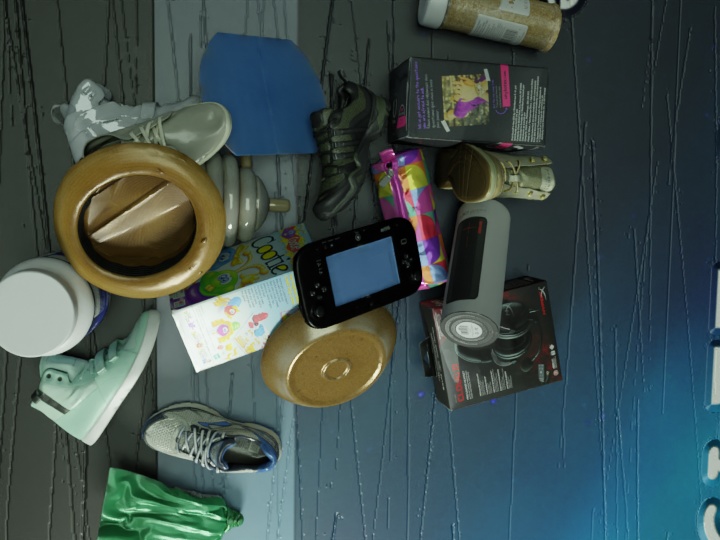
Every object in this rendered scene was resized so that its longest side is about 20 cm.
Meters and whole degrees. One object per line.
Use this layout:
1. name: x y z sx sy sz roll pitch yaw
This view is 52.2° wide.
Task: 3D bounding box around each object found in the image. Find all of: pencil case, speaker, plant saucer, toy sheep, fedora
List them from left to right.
1. fedora: -0.253 -0.066 0.858 0.196 0.082 0.205 -2 117 -4
2. toy sheep: -0.189 -0.095 0.963 0.195 0.138 0.141 0 95 -11
3. plant saucer: -0.036 0.123 0.997 0.196 0.036 0.203 -13 132 -14
4. pencil case: 0.070 -0.072 1.032 0.087 0.088 0.204 -18 97 -8
5. speaker: 0.160 -0.001 1.006 0.080 0.081 0.203 23 53 -11

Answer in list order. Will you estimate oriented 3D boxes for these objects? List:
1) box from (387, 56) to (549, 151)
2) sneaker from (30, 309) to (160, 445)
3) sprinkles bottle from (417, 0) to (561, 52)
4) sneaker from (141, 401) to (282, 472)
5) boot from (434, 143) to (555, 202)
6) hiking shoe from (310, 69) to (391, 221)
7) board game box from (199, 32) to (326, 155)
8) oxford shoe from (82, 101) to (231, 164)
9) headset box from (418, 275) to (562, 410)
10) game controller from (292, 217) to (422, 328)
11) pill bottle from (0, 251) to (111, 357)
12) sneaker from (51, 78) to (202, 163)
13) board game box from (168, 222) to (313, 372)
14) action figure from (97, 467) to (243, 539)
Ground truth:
1. box: 0.145 -0.224 1.014 0.195 0.122 0.109 2 95 -10
2. sneaker: -0.354 0.120 0.972 0.117 0.074 0.203 33 91 -17
3. sprinkles bottle: 0.182 -0.362 1.037 0.195 0.068 0.070 9 93 -12
4. sneaker: -0.201 0.234 1.007 0.195 0.085 0.079 10 93 -10
5. boot: 0.196 -0.128 0.993 0.151 0.200 0.074 4 100 -12
6. hiking shoe: -0.036 -0.167 0.994 0.100 0.075 0.203 29 69 -22
7. board game box: -0.135 -0.229 0.983 0.197 0.039 0.162 -10 87 -42
8. oxford shoe: -0.249 -0.152 0.888 0.196 0.058 0.077 -16 81 8
9. headset box: 0.180 0.105 1.071 0.195 0.077 0.152 -12 97 -11
10. game controller: 0.000 0.000 0.935 0.197 0.042 0.107 -19 110 -36
11. pill bottle: -0.378 0.039 0.899 0.113 0.200 0.119 -1 95 -9
12. sneaker: -0.300 -0.205 0.957 0.197 0.075 0.117 -29 102 -3
13. board game box: -0.145 0.033 0.975 0.196 0.104 0.107 -19 126 -8
14. action figure: -0.258 0.341 1.021 0.196 0.055 0.121 12 91 -18
